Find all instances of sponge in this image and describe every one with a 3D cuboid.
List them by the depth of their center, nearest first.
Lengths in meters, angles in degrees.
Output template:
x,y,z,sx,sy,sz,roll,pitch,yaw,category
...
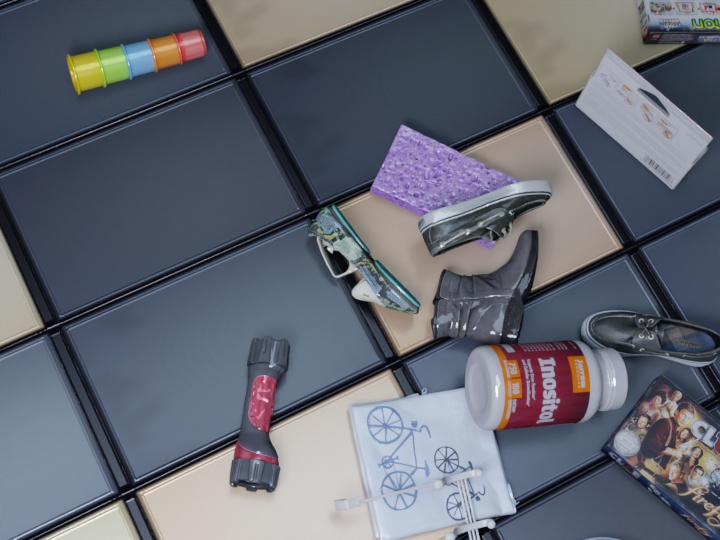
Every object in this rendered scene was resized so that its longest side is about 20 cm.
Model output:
x,y,z,sx,sy,sz,roll,pitch,yaw,category
0.124,-0.122,1.737,0.199,0.030,0.112,26,69,3,sponge

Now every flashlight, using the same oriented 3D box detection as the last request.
x,y,z,sx,sy,sz,roll,pitch,yaw,category
-0.128,0.188,1.571,0.067,0.068,0.201,9,69,-2,flashlight

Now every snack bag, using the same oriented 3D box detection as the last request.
x,y,z,sx,sy,sz,roll,pitch,yaw,category
0.096,0.252,1.597,0.199,0.021,0.189,-10,71,-13,snack bag

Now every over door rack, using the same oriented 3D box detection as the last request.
x,y,z,sx,sy,sz,roll,pitch,yaw,category
0.081,0.345,1.516,0.199,0.067,0.148,-11,83,-13,over door rack

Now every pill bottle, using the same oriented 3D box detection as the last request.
x,y,z,sx,sy,sz,roll,pitch,yaw,category
0.250,0.151,1.597,0.199,0.113,0.113,-3,69,-16,pill bottle

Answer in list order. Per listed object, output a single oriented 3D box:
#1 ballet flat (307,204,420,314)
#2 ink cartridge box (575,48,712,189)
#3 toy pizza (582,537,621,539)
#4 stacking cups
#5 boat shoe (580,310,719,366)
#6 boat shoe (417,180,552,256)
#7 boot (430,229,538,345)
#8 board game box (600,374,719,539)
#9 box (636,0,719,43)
x,y,z,sx,sy,sz,roll,pitch,yaw,category
0.000,0.000,1.667,0.074,0.074,0.200,-36,75,-17,ballet flat
0.419,-0.229,1.734,0.200,0.174,0.044,43,71,10,ink cartridge box
0.319,0.448,1.541,0.199,0.032,0.201,3,68,-6,toy pizza
-0.328,-0.313,1.750,0.199,0.061,0.061,-19,72,-17,stacking cups
0.413,0.089,1.674,0.199,0.057,0.069,9,69,-3,boat shoe
0.182,-0.070,1.676,0.199,0.071,0.064,-19,72,-5,boat shoe
0.175,0.014,1.674,0.131,0.070,0.201,12,56,12,boot
0.448,0.258,1.626,0.200,0.035,0.136,39,70,9,board game box
0.543,-0.416,1.894,0.199,0.035,0.111,-1,69,-7,box
